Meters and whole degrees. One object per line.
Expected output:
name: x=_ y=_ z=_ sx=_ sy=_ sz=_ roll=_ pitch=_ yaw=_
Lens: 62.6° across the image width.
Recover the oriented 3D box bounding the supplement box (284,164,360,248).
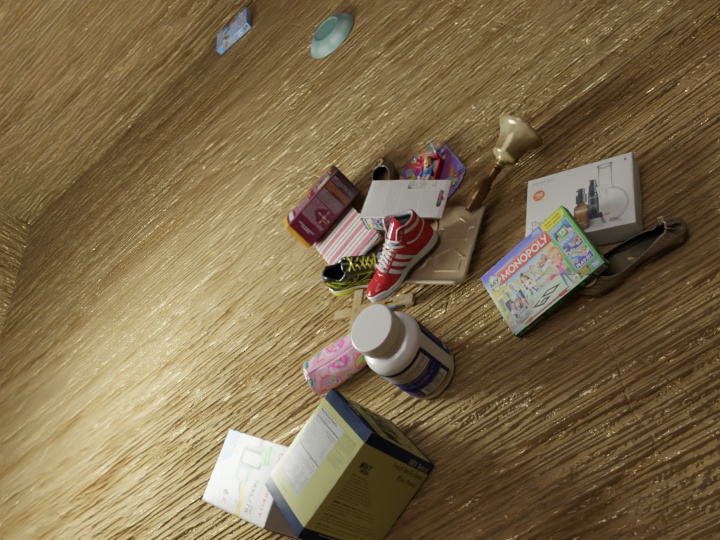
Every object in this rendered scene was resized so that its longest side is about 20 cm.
supplement box: x=-0.103 y=-0.167 z=1.544 sx=0.200 sy=0.085 sz=0.110 roll=-47 pitch=17 yaw=6

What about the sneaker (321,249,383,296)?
sneaker: x=0.000 y=0.000 z=1.337 sx=0.198 sy=0.084 sz=0.076 roll=-25 pitch=57 yaw=20

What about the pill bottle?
pill bottle: x=0.076 y=0.146 z=1.084 sx=0.118 sy=0.200 sz=0.121 roll=-24 pitch=47 yaw=28

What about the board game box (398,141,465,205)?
board game box: x=0.154 y=-0.232 z=1.408 sx=0.158 sy=0.039 sz=0.201 roll=-41 pitch=41 yaw=13

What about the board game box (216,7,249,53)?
board game box: x=-0.588 y=-1.111 z=2.750 sx=0.198 sy=0.036 sz=0.153 roll=-32 pitch=44 yaw=23

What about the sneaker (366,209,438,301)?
sneaker: x=0.062 y=-0.036 z=1.223 sx=0.200 sy=0.112 sz=0.071 roll=-48 pitch=38 yaw=-2

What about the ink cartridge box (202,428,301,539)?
ink cartridge box: x=-0.176 y=0.419 z=1.163 sx=0.198 sy=0.146 sz=0.149 roll=-1 pitch=61 yaw=42

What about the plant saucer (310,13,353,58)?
plant saucer: x=-0.113 y=-0.848 z=2.109 sx=0.199 sy=0.039 sz=0.204 roll=-25 pitch=47 yaw=30

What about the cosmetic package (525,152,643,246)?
cosmetic package: x=0.404 y=-0.116 z=1.083 sx=0.198 sy=0.052 sz=0.153 roll=-13 pitch=51 yaw=37

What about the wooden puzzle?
wooden puzzle: x=0.170 y=-0.048 z=1.261 sx=0.183 sy=0.046 sz=0.202 roll=-1 pitch=57 yaw=42

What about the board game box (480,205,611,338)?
board game box: x=0.318 y=0.004 z=1.042 sx=0.200 sy=0.029 sz=0.136 roll=-46 pitch=50 yaw=26

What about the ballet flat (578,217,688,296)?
ballet flat: x=0.443 y=-0.026 z=0.981 sx=0.199 sy=0.046 sz=0.068 roll=-34 pitch=43 yaw=21

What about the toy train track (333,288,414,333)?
toy train track: x=0.033 y=0.088 z=1.302 sx=0.197 sy=0.033 sz=0.116 roll=-16 pitch=45 yaw=28

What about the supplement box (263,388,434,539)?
supplement box: x=-0.017 y=0.351 z=1.022 sx=0.201 sy=0.199 sz=0.134 roll=-54 pitch=41 yaw=-2

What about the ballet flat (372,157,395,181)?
ballet flat: x=0.054 y=-0.213 z=1.468 sx=0.067 sy=0.046 sz=0.203 roll=-37 pitch=42 yaw=34

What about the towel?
towel: x=-0.035 y=-0.076 z=1.486 sx=0.147 sy=0.030 sz=0.200 roll=-48 pitch=37 yaw=5

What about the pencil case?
pencil case: x=-0.029 y=0.179 z=1.248 sx=0.199 sy=0.087 sz=0.088 roll=-36 pitch=43 yaw=19

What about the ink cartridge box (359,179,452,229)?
ink cartridge box: x=0.105 y=-0.145 z=1.320 sx=0.197 sy=0.051 sz=0.110 roll=4 pitch=59 yaw=28

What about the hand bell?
hand bell: x=0.277 y=-0.208 z=1.226 sx=0.201 sy=0.104 sz=0.104 roll=-55 pitch=40 yaw=-3
